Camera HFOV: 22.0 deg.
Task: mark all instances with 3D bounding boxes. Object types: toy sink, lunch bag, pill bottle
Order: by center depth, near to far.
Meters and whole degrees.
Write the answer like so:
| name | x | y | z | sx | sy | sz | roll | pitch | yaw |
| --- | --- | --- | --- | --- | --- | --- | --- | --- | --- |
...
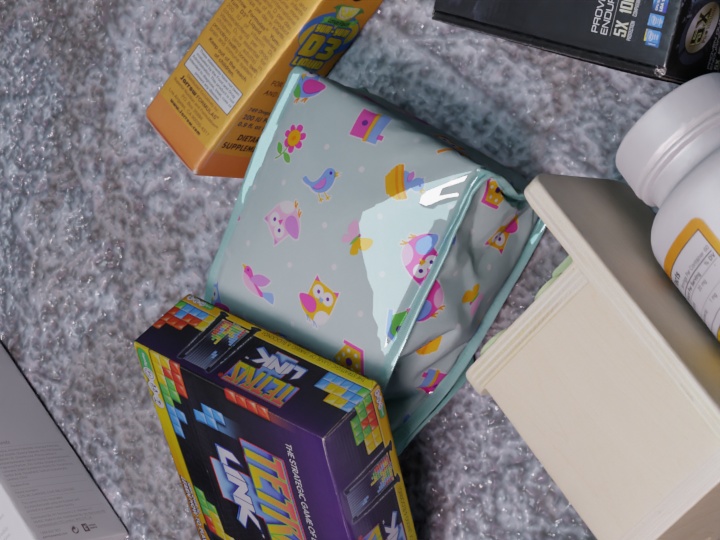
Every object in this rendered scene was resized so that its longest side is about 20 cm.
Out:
| name | x | y | z | sx | sy | sz | roll | pitch | yaw |
| --- | --- | --- | --- | --- | --- | --- | --- | --- | --- |
| pill bottle | 0.231 | -0.009 | 1.024 | 0.111 | 0.111 | 0.201 | -45 | 65 | 24 |
| toy sink | 0.149 | 0.057 | 1.067 | 0.112 | 0.130 | 0.201 | -46 | 67 | 24 |
| lunch bag | 0.000 | 0.000 | 1.173 | 0.170 | 0.122 | 0.201 | 30 | 100 | 29 |

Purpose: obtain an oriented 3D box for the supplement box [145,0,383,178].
| name | x | y | z | sx | sy | sz | roll | pitch | yaw |
| --- | --- | --- | --- | --- | --- | --- | --- | --- | --- |
| supplement box | -0.056 | -0.156 | 1.245 | 0.069 | 0.066 | 0.200 | 48 | 114 | 24 |

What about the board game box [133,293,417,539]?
| name | x | y | z | sx | sy | sz | roll | pitch | yaw |
| --- | --- | --- | --- | --- | --- | --- | --- | --- | --- |
| board game box | -0.047 | 0.130 | 1.167 | 0.165 | 0.057 | 0.201 | 24 | 142 | 37 |

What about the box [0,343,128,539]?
| name | x | y | z | sx | sy | sz | roll | pitch | yaw |
| --- | --- | --- | --- | --- | --- | --- | --- | --- | --- |
| box | -0.286 | 0.162 | 1.372 | 0.125 | 0.097 | 0.200 | -48 | 66 | 23 |

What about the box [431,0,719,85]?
| name | x | y | z | sx | sy | sz | roll | pitch | yaw |
| --- | --- | --- | --- | --- | --- | --- | --- | --- | --- |
| box | 0.151 | -0.224 | 1.097 | 0.163 | 0.086 | 0.202 | 20 | 100 | 33 |
